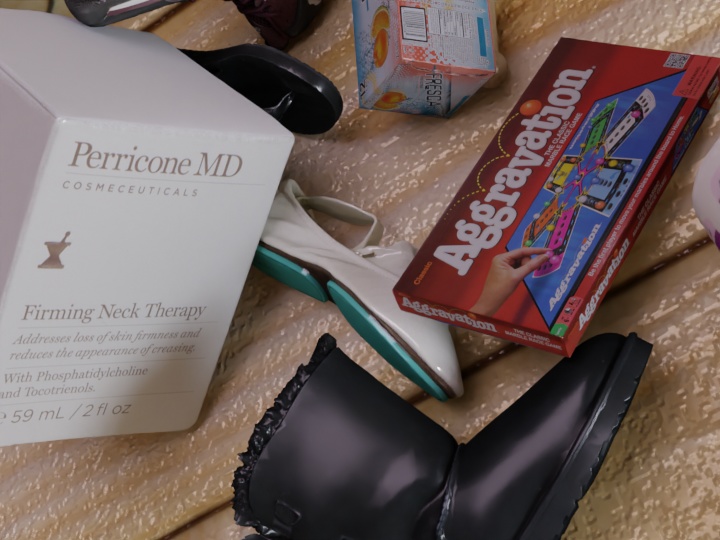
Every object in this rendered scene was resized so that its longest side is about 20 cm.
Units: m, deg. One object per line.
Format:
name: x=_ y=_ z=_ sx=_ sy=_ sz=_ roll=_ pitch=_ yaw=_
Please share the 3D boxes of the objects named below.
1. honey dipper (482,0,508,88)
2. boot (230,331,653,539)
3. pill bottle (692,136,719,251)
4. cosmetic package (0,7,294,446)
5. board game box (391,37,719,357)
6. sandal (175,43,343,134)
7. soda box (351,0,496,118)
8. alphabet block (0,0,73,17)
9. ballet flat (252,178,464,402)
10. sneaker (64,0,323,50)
honey dipper: x=0.076 y=-0.205 z=0.862 sx=0.038 sy=0.038 sz=0.203 roll=-13 pitch=69 yaw=26
boot: x=0.037 y=0.088 z=0.711 sx=0.161 sy=0.073 sz=0.200 roll=30 pitch=93 yaw=14
pill bottle: x=0.244 y=0.013 z=0.621 sx=0.112 sy=0.112 sz=0.201 roll=-36 pitch=57 yaw=14
cosmetic package: x=-0.174 y=-0.029 z=0.818 sx=0.166 sy=0.166 sz=0.202 roll=38 pitch=116 yaw=38
board game box: x=0.108 y=-0.047 z=0.740 sx=0.102 sy=0.020 sz=0.201 roll=13 pitch=56 yaw=35
sandal: x=-0.089 y=-0.106 z=0.896 sx=0.199 sy=0.075 sz=0.048 roll=10 pitch=64 yaw=43
soda box: x=0.032 y=-0.197 z=0.838 sx=0.068 sy=0.063 sz=0.203 roll=141 pitch=129 yaw=-61
alphabet block: x=-0.328 y=-0.244 z=1.024 sx=0.200 sy=0.195 sz=0.197 roll=-45 pitch=57 yaw=9
ballet flat: x=0.000 y=0.000 z=0.808 sx=0.199 sy=0.069 sz=0.070 roll=34 pitch=90 yaw=38
sneaker: x=-0.085 y=-0.175 z=0.883 sx=0.199 sy=0.116 sz=0.076 roll=-32 pitch=47 yaw=-19
